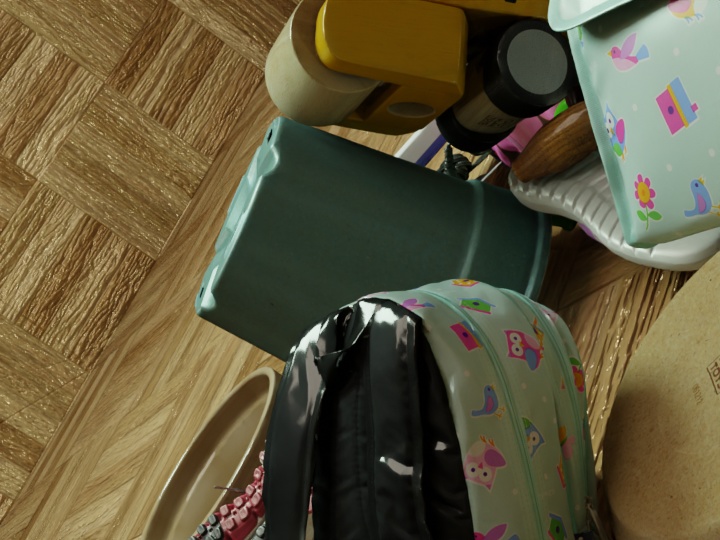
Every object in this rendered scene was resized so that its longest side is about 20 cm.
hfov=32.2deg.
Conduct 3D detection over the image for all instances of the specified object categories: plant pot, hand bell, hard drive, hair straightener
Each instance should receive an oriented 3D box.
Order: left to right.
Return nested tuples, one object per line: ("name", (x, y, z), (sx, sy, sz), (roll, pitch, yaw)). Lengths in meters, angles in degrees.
("plant pot", (-0.095, 0.188, 1.036), (0.201, 0.092, 0.201), (-51, 15, 19))
("plant pot", (0.000, 0.000, 0.871), (0.200, 0.195, 0.202), (-157, 90, -79))
("hard drive", (0.050, -0.103, 1.089), (0.200, 0.025, 0.132), (-49, 1, -13))
("hair straightener", (0.055, -0.065, 1.015), (0.077, 0.041, 0.200), (-47, -4, -25))
("hand bell", (0.173, -0.112, 0.754), (0.199, 0.104, 0.105), (-36, 22, 29))

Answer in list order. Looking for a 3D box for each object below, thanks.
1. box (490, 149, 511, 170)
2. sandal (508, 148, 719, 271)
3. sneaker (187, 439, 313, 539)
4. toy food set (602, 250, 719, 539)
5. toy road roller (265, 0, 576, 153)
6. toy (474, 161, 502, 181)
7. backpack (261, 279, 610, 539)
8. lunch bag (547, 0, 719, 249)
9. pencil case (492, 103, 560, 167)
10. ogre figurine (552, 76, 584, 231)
("box", (0.155, -0.172, 1.141), (0.137, 0.038, 0.200), (-52, 15, 11))
("sandal", (0.169, -0.041, 0.773), (0.082, 0.050, 0.203), (-41, 31, -6))
("sneaker", (-0.035, 0.149, 0.815), (0.200, 0.075, 0.081), (-47, 50, 9))
("toy food set", (0.177, 0.053, 0.546), (0.199, 0.048, 0.200), (-54, 15, 8))
("toy road roller", (0.042, -0.169, 0.826), (0.123, 0.198, 0.148), (150, 124, -70))
("toy", (0.055, 0.004, 1.038), (0.200, 0.047, 0.115), (-47, 3, -8))
("backpack", (0.037, 0.107, 0.591), (0.166, 0.126, 0.202), (-8, 87, 47))
("lunch bag", (0.183, -0.129, 0.604), (0.121, 0.202, 0.170), (-16, -2, -27))
("pencil case", (0.166, -0.173, 0.991), (0.201, 0.093, 0.091), (-56, 28, 4))
("ogre figurine", (0.171, -0.143, 0.885), (0.120, 0.097, 0.202), (-77, -18, -67))
